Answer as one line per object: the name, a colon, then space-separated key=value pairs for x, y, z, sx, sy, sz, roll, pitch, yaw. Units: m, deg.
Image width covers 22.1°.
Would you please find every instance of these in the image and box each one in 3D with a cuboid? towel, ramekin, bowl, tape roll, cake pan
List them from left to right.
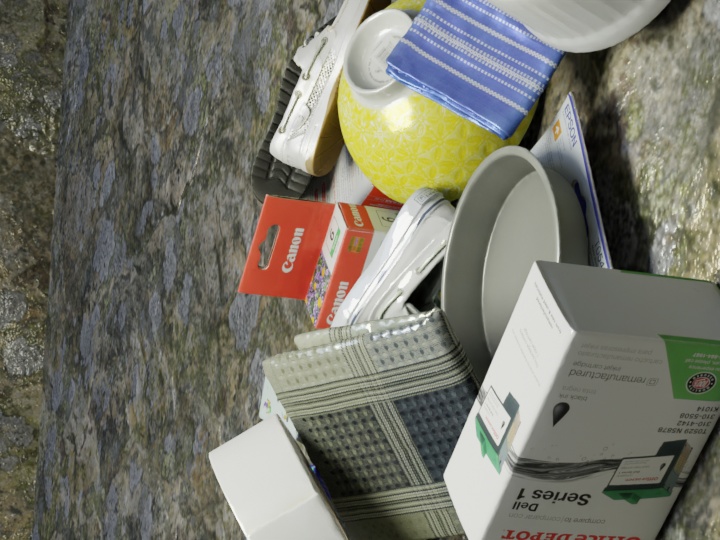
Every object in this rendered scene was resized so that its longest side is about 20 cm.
tape roll: x=-0.051 y=0.224 z=1.565 sx=0.204 sy=0.070 sz=0.202 roll=61 pitch=177 yaw=5
towel: x=0.031 y=0.129 z=1.490 sx=0.199 sy=0.035 sz=0.194 roll=-15 pitch=108 yaw=40
bowl: x=0.048 y=-0.168 z=1.601 sx=0.199 sy=0.107 sz=0.202 roll=-19 pitch=58 yaw=33
towel: x=0.118 y=-0.217 z=1.487 sx=0.144 sy=0.024 sz=0.201 roll=33 pitch=93 yaw=35
cake pan: x=0.121 y=0.004 z=1.451 sx=0.200 sy=0.036 sz=0.203 roll=-174 pitch=90 yaw=-68
ramekin: x=0.157 y=-0.275 z=1.385 sx=0.199 sy=0.097 sz=0.203 roll=-20 pitch=62 yaw=43

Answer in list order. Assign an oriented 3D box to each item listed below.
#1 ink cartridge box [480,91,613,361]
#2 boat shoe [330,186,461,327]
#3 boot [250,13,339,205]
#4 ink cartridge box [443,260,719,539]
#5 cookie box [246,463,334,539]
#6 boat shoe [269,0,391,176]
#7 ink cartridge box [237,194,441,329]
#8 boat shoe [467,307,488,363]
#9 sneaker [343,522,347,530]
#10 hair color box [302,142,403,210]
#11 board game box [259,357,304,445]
ink cartridge box: x=0.156 y=-0.005 z=1.472 sx=0.200 sy=0.040 sz=0.201 roll=125 pitch=145 yaw=-50
boat shoe: x=0.033 y=0.026 z=1.593 sx=0.067 sy=0.073 sz=0.201 roll=39 pitch=123 yaw=21
boot: x=-0.051 y=-0.151 z=1.804 sx=0.201 sy=0.077 sz=0.138 roll=-58 pitch=0 yaw=-4
ink cartridge box: x=0.161 y=0.102 z=1.280 sx=0.085 sy=0.145 sz=0.201 roll=-113 pitch=35 yaw=-50
cookie box: x=-0.058 y=0.306 z=1.786 sx=0.171 sy=0.074 sz=0.202 roll=58 pitch=-151 yaw=-67
boat shoe: x=-0.031 y=-0.190 z=1.704 sx=0.202 sy=0.069 sz=0.071 roll=-68 pitch=-23 yaw=-8
ink cartridge box: x=0.000 y=0.000 z=1.659 sx=0.051 sy=0.198 sz=0.110 roll=-113 pitch=36 yaw=-54
boat shoe: x=0.087 y=0.103 z=1.549 sx=0.075 sy=0.068 sz=0.202 roll=53 pitch=-155 yaw=-52
sneaker: x=-0.006 y=0.323 z=1.693 sx=0.075 sy=0.114 sz=0.202 roll=-178 pitch=95 yaw=-69
hair color box: x=-0.003 y=-0.067 z=1.775 sx=0.200 sy=0.061 sz=0.102 roll=129 pitch=143 yaw=-53
board game box: x=0.008 y=0.131 z=1.674 sx=0.200 sy=0.146 sz=0.065 roll=-163 pitch=82 yaw=-68
